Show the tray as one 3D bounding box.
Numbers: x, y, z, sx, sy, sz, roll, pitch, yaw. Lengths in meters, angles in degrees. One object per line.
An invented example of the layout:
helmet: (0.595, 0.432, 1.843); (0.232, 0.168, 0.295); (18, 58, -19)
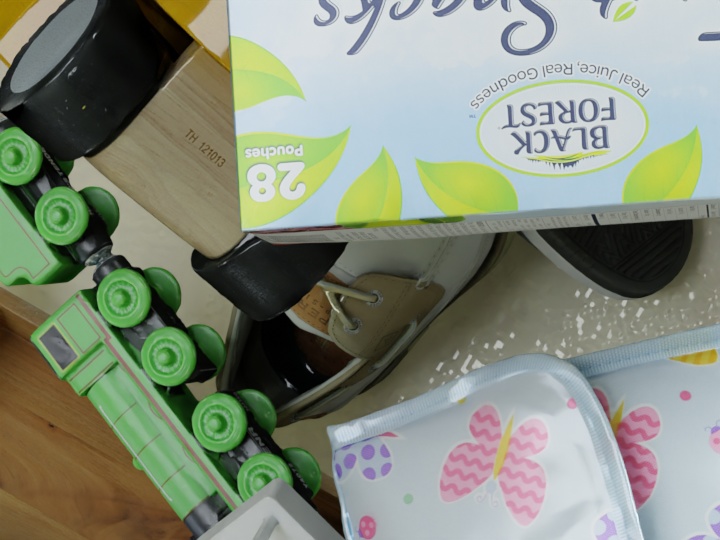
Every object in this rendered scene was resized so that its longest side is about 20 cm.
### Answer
tray: (-0.084, 0.099, 1.117); (0.200, 0.037, 0.099); (30, 71, 2)

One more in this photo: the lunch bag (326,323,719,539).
lunch bag: (0.101, 0.112, 0.966); (0.200, 0.127, 0.170); (-10, 74, -6)

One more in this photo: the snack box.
snack box: (0.061, -0.097, 0.861); (0.200, 0.068, 0.169); (-3, 87, 8)

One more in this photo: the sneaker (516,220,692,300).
sneaker: (0.032, -0.058, 1.109); (0.200, 0.084, 0.121); (49, 155, -3)

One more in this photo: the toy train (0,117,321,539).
toy train: (-0.090, 0.028, 1.093); (0.056, 0.042, 0.200); (-41, 77, 16)

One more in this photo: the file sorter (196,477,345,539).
file sorter: (-0.022, 0.207, 1.021); (0.200, 0.125, 0.139); (45, 123, -8)

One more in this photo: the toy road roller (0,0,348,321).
toy road roller: (-0.040, -0.088, 1.001); (0.146, 0.123, 0.200); (-47, 21, 5)

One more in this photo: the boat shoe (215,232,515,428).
boat shoe: (0.000, 0.000, 1.073); (0.075, 0.068, 0.200); (42, 144, 14)
